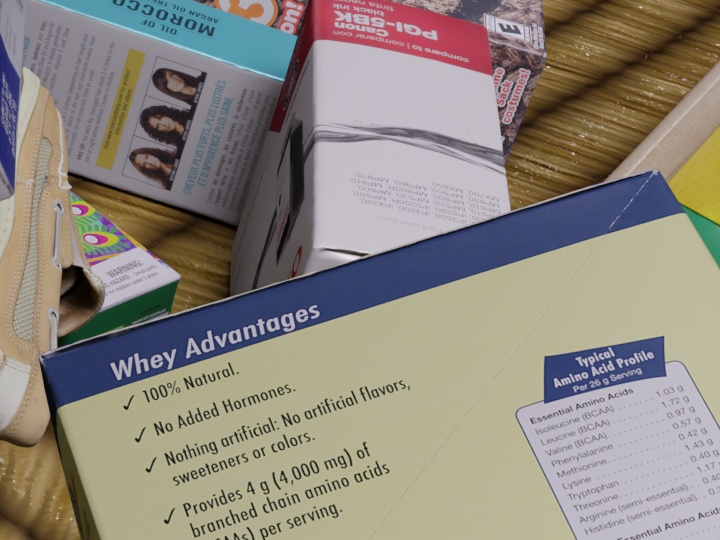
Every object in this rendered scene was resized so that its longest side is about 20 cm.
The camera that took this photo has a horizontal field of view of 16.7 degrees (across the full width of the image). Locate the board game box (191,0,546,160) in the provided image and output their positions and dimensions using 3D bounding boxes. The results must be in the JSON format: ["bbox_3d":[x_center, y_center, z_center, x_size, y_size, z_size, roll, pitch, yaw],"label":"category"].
[{"bbox_3d":[-0.018,-0.132,1.225,0.199,0.097,0.160,15,33,-9],"label":"board game box"}]

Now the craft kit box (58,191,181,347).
[{"bbox_3d":[-0.210,-0.008,0.991,0.197,0.049,0.200,34,35,25],"label":"craft kit box"}]

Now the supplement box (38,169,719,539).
[{"bbox_3d":[0.035,0.108,0.702,0.199,0.135,0.200,-17,49,-9],"label":"supplement box"}]

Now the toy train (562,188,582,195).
[{"bbox_3d":[0.077,0.028,1.069,0.116,0.085,0.200,-37,17,-23],"label":"toy train"}]

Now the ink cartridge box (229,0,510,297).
[{"bbox_3d":[0.000,0.000,0.996,0.083,0.147,0.200,13,33,-10],"label":"ink cartridge box"}]

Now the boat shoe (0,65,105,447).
[{"bbox_3d":[-0.133,-0.002,0.937,0.076,0.072,0.200,30,35,-18],"label":"boat shoe"}]

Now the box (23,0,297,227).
[{"bbox_3d":[-0.092,-0.080,1.124,0.199,0.082,0.049,18,31,-4],"label":"box"}]

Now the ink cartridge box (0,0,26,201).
[{"bbox_3d":[-0.228,-0.066,0.951,0.199,0.041,0.200,-15,36,6],"label":"ink cartridge box"}]

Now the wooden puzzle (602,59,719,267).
[{"bbox_3d":[0.180,-0.011,0.952,0.185,0.037,0.200,32,60,29],"label":"wooden puzzle"}]
